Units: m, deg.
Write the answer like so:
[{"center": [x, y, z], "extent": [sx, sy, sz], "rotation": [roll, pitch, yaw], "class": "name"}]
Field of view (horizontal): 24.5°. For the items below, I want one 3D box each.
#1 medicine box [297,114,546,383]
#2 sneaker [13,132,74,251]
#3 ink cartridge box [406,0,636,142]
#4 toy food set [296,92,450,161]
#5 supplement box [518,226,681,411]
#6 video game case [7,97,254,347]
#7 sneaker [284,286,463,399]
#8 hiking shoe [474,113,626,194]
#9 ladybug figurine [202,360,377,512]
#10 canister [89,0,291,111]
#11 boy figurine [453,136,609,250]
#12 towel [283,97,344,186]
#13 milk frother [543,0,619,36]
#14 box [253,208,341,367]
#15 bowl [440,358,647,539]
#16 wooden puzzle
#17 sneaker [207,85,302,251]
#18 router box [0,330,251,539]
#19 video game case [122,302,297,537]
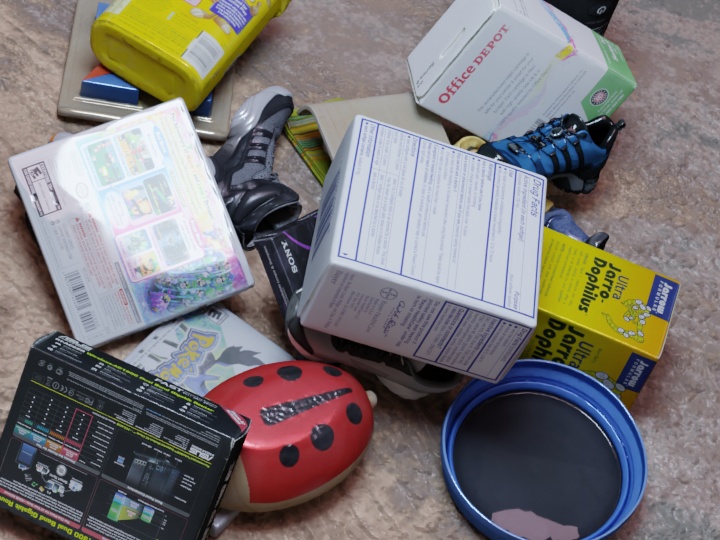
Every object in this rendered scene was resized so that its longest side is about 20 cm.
[{"center": [0.061, -0.019, 1.522], "extent": [0.199, 0.103, 0.183], "rotation": [18, 50, -10], "class": "medicine box"}, {"center": [-0.256, -0.044, 1.645], "extent": [0.199, 0.078, 0.112], "rotation": [30, 62, 11], "class": "sneaker"}, {"center": [0.171, -0.212, 1.782], "extent": [0.199, 0.145, 0.088], "rotation": [23, 34, -29], "class": "ink cartridge box"}, {"center": [0.029, -0.100, 1.754], "extent": [0.143, 0.060, 0.201], "rotation": [-9, 64, -27], "class": "toy food set"}, {"center": [0.202, 0.043, 1.659], "extent": [0.199, 0.109, 0.110], "rotation": [22, 50, 4], "class": "supplement box"}, {"center": [-0.221, -0.045, 1.601], "extent": [0.181, 0.024, 0.201], "rotation": [-21, 83, -12], "class": "video game case"}, {"center": [0.015, 0.064, 1.558], "extent": [0.199, 0.079, 0.074], "rotation": [24, 74, -32], "class": "sneaker"}, {"center": [0.193, -0.131, 1.729], "extent": [0.199, 0.087, 0.074], "rotation": [-7, 44, -50], "class": "hiking shoe"}, {"center": [-0.072, 0.141, 1.499], "extent": [0.199, 0.072, 0.136], "rotation": [-21, 66, -25], "class": "ladybug figurine"}, {"center": [-0.179, -0.279, 1.780], "extent": [0.148, 0.087, 0.200], "rotation": [30, 56, 7], "class": "canister"}, {"center": [0.172, -0.071, 1.775], "extent": [0.124, 0.065, 0.200], "rotation": [-36, 70, -31], "class": "boy figurine"}, {"center": [-0.005, -0.107, 1.788], "extent": [0.086, 0.018, 0.200], "rotation": [-21, 60, -27], "class": "towel"}, {"center": [0.189, -0.316, 1.893], "extent": [0.179, 0.189, 0.201], "rotation": [1, 51, -15], "class": "milk frother"}, {"center": [0.000, 0.000, 1.625], "extent": [0.199, 0.036, 0.144], "rotation": [-28, 101, -36], "class": "box"}, {"center": [0.172, 0.180, 1.579], "extent": [0.199, 0.039, 0.202], "rotation": [5, 55, -7], "class": "bowl"}, {"center": [-0.227, -0.234, 1.813], "extent": [0.184, 0.046, 0.201], "rotation": [8, 50, -8], "class": "wooden puzzle"}, {"center": [-0.100, -0.101, 1.724], "extent": [0.113, 0.076, 0.200], "rotation": [30, 57, 10], "class": "sneaker"}, {"center": [-0.210, 0.162, 1.427], "extent": [0.199, 0.151, 0.062], "rotation": [24, 15, 6], "class": "router box"}, {"center": [-0.145, 0.129, 1.558], "extent": [0.182, 0.022, 0.200], "rotation": [35, 52, 13], "class": "video game case"}]
